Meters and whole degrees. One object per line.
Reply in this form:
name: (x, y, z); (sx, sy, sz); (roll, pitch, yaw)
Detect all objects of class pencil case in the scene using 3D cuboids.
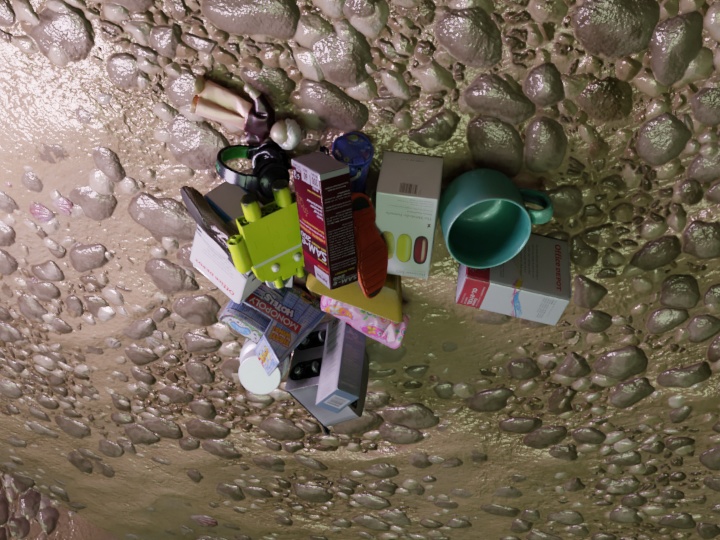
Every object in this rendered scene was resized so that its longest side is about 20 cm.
pencil case: (-0.023, -0.150, 1.273); (0.076, 0.088, 0.203); (-7, 142, -15)
pencil case: (0.012, 0.088, 1.488); (0.197, 0.089, 0.087); (29, 136, -19)

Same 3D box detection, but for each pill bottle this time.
pill bottle: (-0.208, 0.180, 1.572); (0.109, 0.201, 0.116); (1, 115, 3)

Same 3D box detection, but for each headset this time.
headset: (-0.156, -0.192, 1.247); (0.194, 0.125, 0.096); (8, 123, -14)

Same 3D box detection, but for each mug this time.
mug: (0.226, -0.097, 1.238); (0.180, 0.116, 0.154); (12, 129, -19)

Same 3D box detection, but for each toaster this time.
toaster: (-0.071, 0.250, 1.646); (0.116, 0.184, 0.201); (-17, 131, 28)

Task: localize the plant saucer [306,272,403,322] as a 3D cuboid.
plant saucer: (0.000, 0.000, 1.364); (0.195, 0.202, 0.049); (20, 118, -9)

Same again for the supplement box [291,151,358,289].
supplement box: (-0.059, -0.084, 1.185); (0.060, 0.108, 0.206); (-18, 118, -25)

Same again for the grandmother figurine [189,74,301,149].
grandmother figurine: (-0.194, -0.262, 1.215); (0.195, 0.062, 0.122); (21, 145, -5)

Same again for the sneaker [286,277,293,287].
sneaker: (-0.173, -0.037, 1.440); (0.082, 0.074, 0.203); (10, 140, -1)

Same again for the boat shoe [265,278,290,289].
boat shoe: (-0.125, -0.047, 1.336); (0.072, 0.061, 0.204); (5, 114, -49)

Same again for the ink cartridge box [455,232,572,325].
ink cartridge box: (0.285, 0.004, 1.317); (0.194, 0.148, 0.084); (13, 139, 0)

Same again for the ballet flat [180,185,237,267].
ballet flat: (-0.261, -0.082, 1.297); (0.201, 0.046, 0.068); (49, 160, 9)

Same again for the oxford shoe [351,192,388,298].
oxford shoe: (-0.002, -0.048, 1.250); (0.072, 0.070, 0.205); (22, 130, 49)

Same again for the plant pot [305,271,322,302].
plant pot: (-0.028, 0.045, 1.530); (0.194, 0.028, 0.203); (7, 137, 6)

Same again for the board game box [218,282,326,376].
board game box: (-0.187, 0.108, 1.483); (0.197, 0.202, 0.062); (33, 133, -8)

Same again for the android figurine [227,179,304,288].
android figurine: (-0.147, -0.057, 1.248); (0.178, 0.041, 0.204); (-25, 131, -18)

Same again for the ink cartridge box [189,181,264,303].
ink cartridge box: (-0.250, -0.055, 1.397); (0.145, 0.084, 0.202); (40, 139, 9)

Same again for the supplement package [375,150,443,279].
supplement package: (0.085, -0.097, 1.283); (0.110, 0.112, 0.203); (7, 138, 6)

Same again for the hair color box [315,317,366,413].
hair color box: (-0.038, 0.190, 1.517); (0.059, 0.204, 0.099); (23, 141, -22)
